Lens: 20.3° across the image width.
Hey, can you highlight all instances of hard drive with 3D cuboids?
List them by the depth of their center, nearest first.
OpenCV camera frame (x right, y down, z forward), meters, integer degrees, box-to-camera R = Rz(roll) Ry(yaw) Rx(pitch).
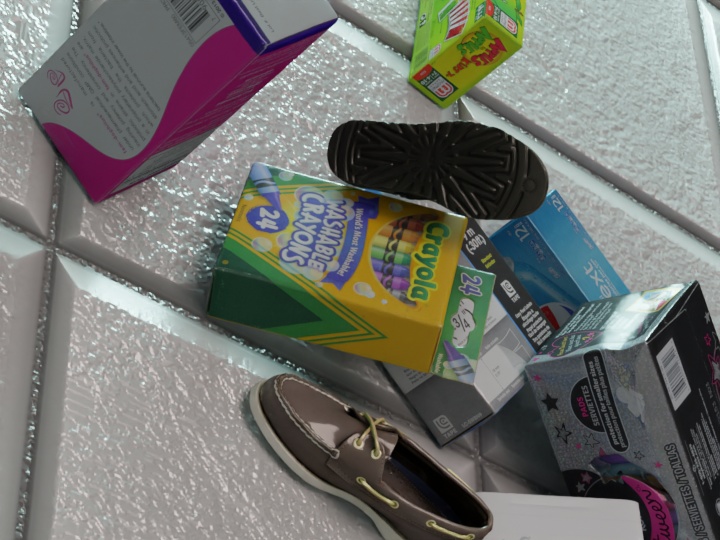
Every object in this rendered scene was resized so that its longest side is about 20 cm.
[{"bbox_3d":[0.149,0.256,1.465,0.131,0.025,0.201,4,51,-8],"label":"hard drive"}]

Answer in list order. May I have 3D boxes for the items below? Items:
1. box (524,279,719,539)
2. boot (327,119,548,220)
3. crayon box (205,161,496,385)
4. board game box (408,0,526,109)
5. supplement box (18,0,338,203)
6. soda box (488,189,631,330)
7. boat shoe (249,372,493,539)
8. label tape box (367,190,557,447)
[{"bbox_3d":[0.227,0.132,1.588,0.132,0.114,0.201,-39,111,-54],"label":"box"},{"bbox_3d":[0.075,-0.074,1.540,0.180,0.073,0.200,17,-2,18],"label":"boot"},{"bbox_3d":[0.000,0.000,1.461,0.198,0.052,0.126,15,42,1],"label":"crayon box"},{"bbox_3d":[0.102,-0.249,1.822,0.047,0.101,0.201,35,39,-24],"label":"board game box"},{"bbox_3d":[-0.128,-0.149,1.396,0.102,0.200,0.103,55,34,3],"label":"supplement box"},{"bbox_3d":[0.190,0.036,1.714,0.201,0.064,0.068,54,36,1],"label":"soda box"},{"bbox_3d":[0.009,0.135,1.430,0.200,0.059,0.072,42,37,-15],"label":"boat shoe"},{"bbox_3d":[0.056,0.018,1.579,0.201,0.063,0.144,54,35,0],"label":"label tape box"}]
